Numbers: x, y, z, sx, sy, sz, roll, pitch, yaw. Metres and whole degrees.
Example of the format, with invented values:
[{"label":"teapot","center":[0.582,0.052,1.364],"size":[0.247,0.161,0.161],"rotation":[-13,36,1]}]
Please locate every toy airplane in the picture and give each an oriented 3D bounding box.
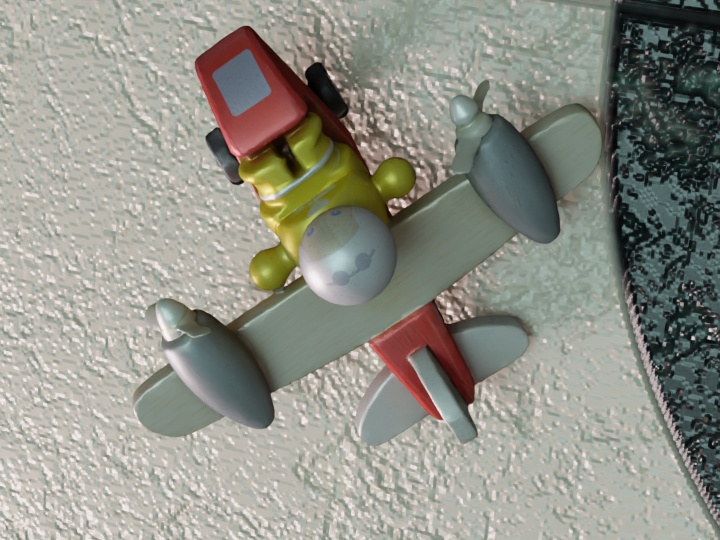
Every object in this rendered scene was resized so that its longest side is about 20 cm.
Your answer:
[{"label":"toy airplane","center":[0.000,0.000,0.893],"size":[0.197,0.141,0.202],"rotation":[13,97,-1]}]
